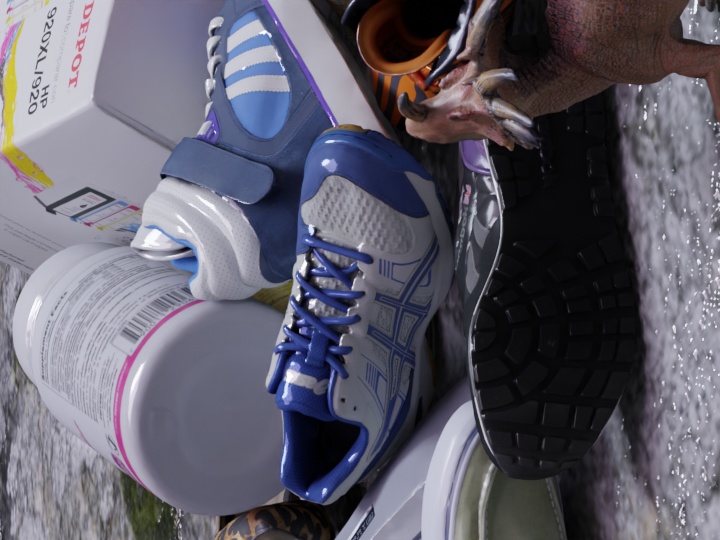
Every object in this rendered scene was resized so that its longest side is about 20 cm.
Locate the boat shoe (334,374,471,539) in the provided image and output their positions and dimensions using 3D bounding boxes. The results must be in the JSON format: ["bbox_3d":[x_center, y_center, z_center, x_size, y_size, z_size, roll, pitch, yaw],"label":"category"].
[{"bbox_3d":[0.037,0.132,1.238,0.200,0.070,0.071,-55,15,15],"label":"boat shoe"}]

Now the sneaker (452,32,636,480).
[{"bbox_3d":[0.077,0.001,1.159,0.088,0.075,0.201,127,147,-70],"label":"sneaker"}]

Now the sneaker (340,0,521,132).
[{"bbox_3d":[0.027,-0.114,1.188,0.077,0.112,0.200,35,143,10],"label":"sneaker"}]

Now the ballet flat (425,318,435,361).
[{"bbox_3d":[0.000,0.000,1.357,0.064,0.067,0.201,64,-167,-73],"label":"ballet flat"}]

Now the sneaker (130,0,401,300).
[{"bbox_3d":[-0.069,-0.073,1.310,0.081,0.146,0.200,50,-171,-50],"label":"sneaker"}]

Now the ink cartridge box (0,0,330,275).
[{"bbox_3d":[-0.141,-0.096,1.453,0.200,0.144,0.148,-21,51,45],"label":"ink cartridge box"}]

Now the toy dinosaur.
[{"bbox_3d":[0.098,-0.118,1.007,0.086,0.135,0.201,-121,39,-53],"label":"toy dinosaur"}]

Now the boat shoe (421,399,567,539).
[{"bbox_3d":[0.075,0.157,1.161,0.062,0.072,0.201,10,109,54],"label":"boat shoe"}]

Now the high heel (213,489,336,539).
[{"bbox_3d":[-0.057,0.107,1.409,0.200,0.071,0.143,83,177,-74],"label":"high heel"}]

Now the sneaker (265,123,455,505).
[{"bbox_3d":[-0.004,0.028,1.210,0.075,0.088,0.200,17,133,25],"label":"sneaker"}]

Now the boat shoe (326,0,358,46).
[{"bbox_3d":[0.000,-0.154,1.348,0.200,0.071,0.076,-142,44,-63],"label":"boat shoe"}]

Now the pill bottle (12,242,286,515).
[{"bbox_3d":[-0.109,0.050,1.366,0.200,0.113,0.114,26,113,60],"label":"pill bottle"}]

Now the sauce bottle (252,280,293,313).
[{"bbox_3d":[-0.051,0.013,1.446,0.200,0.065,0.065,58,142,45],"label":"sauce bottle"}]
